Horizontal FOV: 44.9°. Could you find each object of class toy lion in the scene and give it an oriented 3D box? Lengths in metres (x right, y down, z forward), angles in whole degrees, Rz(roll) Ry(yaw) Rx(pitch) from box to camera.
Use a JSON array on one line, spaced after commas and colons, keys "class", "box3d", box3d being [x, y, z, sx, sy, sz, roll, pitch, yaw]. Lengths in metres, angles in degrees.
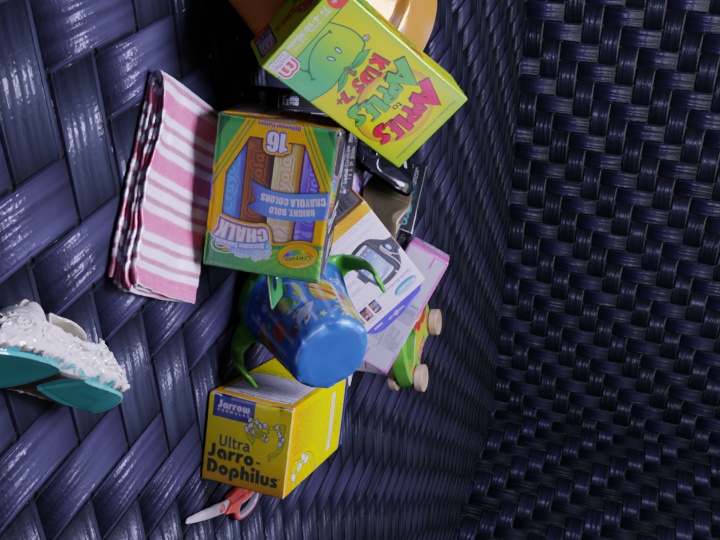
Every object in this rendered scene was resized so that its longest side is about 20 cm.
[{"class": "toy lion", "box3d": [0.083, 0.076, 1.483, 0.192, 0.068, 0.201, 71, 27, -44]}]

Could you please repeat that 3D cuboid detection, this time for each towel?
[{"class": "towel", "box3d": [-0.174, -0.072, 0.832, 0.146, 0.030, 0.202, 26, 74, -74]}]

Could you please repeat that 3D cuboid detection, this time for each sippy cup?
[{"class": "sippy cup", "box3d": [-0.059, 0.063, 1.018, 0.139, 0.130, 0.179, 12, 114, -37]}]

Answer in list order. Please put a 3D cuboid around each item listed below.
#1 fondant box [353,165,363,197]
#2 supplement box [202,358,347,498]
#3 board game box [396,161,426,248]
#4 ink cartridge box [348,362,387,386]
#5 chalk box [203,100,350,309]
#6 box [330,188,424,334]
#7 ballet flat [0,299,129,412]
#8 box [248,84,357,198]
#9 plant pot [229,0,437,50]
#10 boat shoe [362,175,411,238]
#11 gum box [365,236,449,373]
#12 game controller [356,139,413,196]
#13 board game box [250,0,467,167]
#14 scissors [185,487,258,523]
[{"class": "fondant box", "box3d": [-0.047, -0.032, 1.231, 0.145, 0.058, 0.201, 78, 25, -50]}, {"class": "supplement box", "box3d": [-0.100, 0.187, 1.085, 0.200, 0.108, 0.110, -19, 118, -71]}, {"class": "board game box", "box3d": [0.052, -0.060, 1.390, 0.200, 0.028, 0.136, 116, -10, -54]}, {"class": "ink cartridge box", "box3d": [0.029, 0.099, 1.522, 0.201, 0.067, 0.117, -69, 160, -45]}, {"class": "chalk box", "box3d": [-0.088, -0.064, 0.915, 0.125, 0.123, 0.202, -74, 175, -75]}, {"class": "box", "box3d": [0.000, 0.000, 1.125, 0.119, 0.042, 0.200, -41, 136, -1]}, {"class": "ballet flat", "box3d": [-0.241, 0.060, 0.649, 0.200, 0.071, 0.072, 60, 43, -68]}, {"class": "box", "box3d": [-0.068, -0.139, 1.065, 0.200, 0.043, 0.162, -17, 116, -61]}, {"class": "plant pot", "box3d": [-0.049, -0.294, 0.881, 0.183, 0.199, 0.202, 26, 74, -57]}, {"class": "boat shoe", "box3d": [0.023, -0.068, 1.244, 0.202, 0.071, 0.066, -74, -171, -49]}, {"class": "gum box", "box3d": [0.059, 0.054, 1.323, 0.201, 0.066, 0.114, -61, 177, 8]}, {"class": "game controller", "box3d": [0.033, -0.169, 1.283, 0.042, 0.104, 0.200, -42, -164, 18]}, {"class": "board game box", "box3d": [0.003, -0.192, 0.844, 0.199, 0.102, 0.048, 30, 24, -41]}, {"class": "scissors", "box3d": [-0.168, 0.299, 1.082, 0.200, 0.014, 0.074, -32, 131, -71]}]
